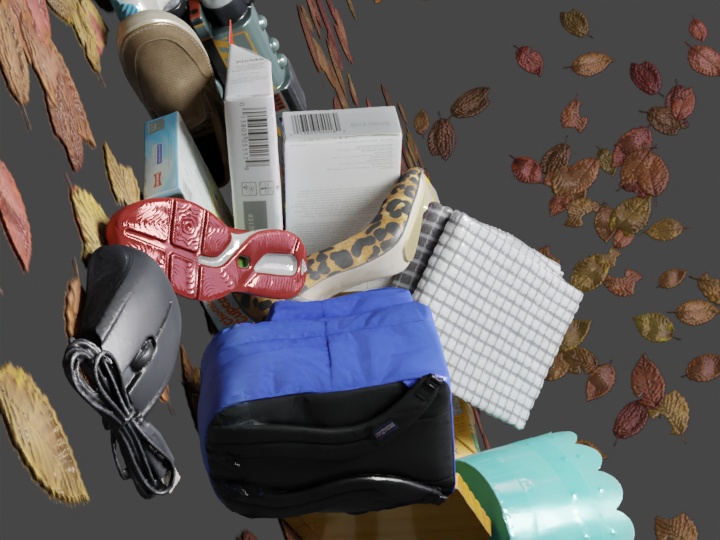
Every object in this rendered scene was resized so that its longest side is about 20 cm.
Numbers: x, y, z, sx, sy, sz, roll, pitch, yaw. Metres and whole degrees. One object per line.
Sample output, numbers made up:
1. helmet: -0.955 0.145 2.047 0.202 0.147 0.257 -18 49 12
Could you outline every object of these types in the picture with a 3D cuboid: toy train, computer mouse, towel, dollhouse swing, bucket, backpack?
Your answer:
1. toy train: -0.132 -0.207 1.740 0.086 0.113 0.201 -101 169 -47
2. computer mouse: -0.156 0.051 1.224 0.201 0.052 0.139 -97 165 -54
3. towel: 0.111 0.043 1.688 0.199 0.167 0.085 28 -5 -40
4. dollhouse swing: 0.008 0.170 1.600 0.200 0.174 0.183 56 17 -55
5. bucket: 0.156 0.265 1.680 0.207 0.133 0.210 16 -72 61
6. backpack: -0.033 0.110 1.394 0.169 0.198 0.164 -105 -173 -52

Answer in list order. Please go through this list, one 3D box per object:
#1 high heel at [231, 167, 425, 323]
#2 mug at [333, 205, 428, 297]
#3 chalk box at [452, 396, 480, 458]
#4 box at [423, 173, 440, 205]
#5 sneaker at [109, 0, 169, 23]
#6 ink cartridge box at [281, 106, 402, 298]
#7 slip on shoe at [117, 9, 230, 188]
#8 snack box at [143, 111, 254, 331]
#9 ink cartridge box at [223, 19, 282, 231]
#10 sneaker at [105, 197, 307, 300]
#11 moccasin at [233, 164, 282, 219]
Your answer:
1. high heel: -0.025 -0.027 1.540 0.072 0.141 0.201 86 22 -56
2. mug: 0.004 0.001 1.743 0.149 0.185 0.155 -166 -90 -86
3. chalk box: 0.037 0.186 1.829 0.200 0.123 0.125 112 -36 -64
4. box: 0.010 0.019 1.862 0.097 0.198 0.178 43 28 -72
5. sneaker: -0.196 -0.282 1.611 0.201 0.080 0.077 -93 163 -59
6. ink cartridge box: -0.020 -0.057 1.625 0.051 0.108 0.201 -101 -170 -50
7. slip on shoe: -0.164 -0.152 1.572 0.201 0.075 0.061 72 -2 -51
8. snack box: -0.140 -0.031 1.559 0.117 0.037 0.201 -98 166 -51
9. ink cartridge box: -0.097 -0.127 1.608 0.201 0.056 0.164 -86 174 -61
10. sneaker: -0.148 -0.009 1.401 0.199 0.115 0.079 18 75 -44
11. moccasin: -0.092 -0.036 1.765 0.074 0.077 0.203 85 13 -52
